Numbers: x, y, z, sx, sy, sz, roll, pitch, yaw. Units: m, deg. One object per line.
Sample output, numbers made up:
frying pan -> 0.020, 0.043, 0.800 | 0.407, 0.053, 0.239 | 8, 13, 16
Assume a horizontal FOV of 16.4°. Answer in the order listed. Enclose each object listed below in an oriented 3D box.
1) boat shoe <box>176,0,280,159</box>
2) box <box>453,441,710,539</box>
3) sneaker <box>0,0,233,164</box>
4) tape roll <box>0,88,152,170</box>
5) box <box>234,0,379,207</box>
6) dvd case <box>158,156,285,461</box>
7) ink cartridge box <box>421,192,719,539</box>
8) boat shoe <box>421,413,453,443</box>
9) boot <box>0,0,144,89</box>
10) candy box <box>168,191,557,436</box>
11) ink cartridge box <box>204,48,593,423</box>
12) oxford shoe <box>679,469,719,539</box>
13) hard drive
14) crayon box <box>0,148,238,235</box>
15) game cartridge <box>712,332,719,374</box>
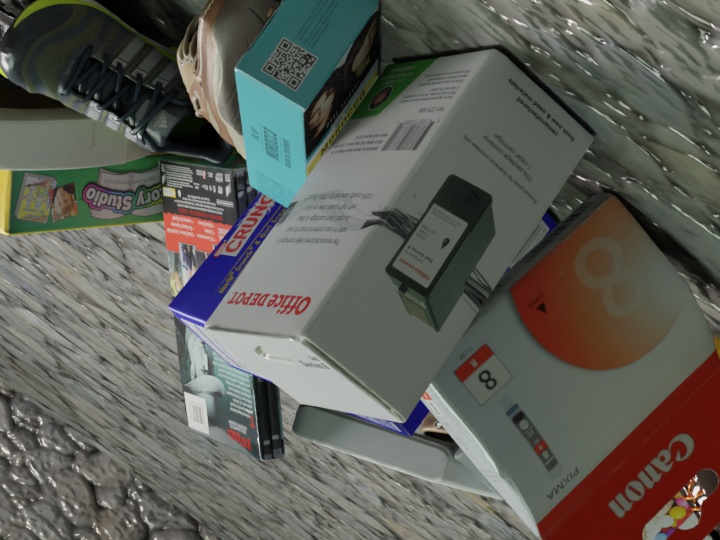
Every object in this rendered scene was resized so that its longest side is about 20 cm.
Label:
boat shoe -> -0.084, -0.128, 1.575 | 0.072, 0.076, 0.200 | 34, 164, 14
box -> 0.183, 0.130, 1.646 | 0.200, 0.156, 0.041 | 42, -154, -25
sneaker -> -0.154, -0.123, 1.648 | 0.200, 0.074, 0.081 | 16, -158, -47
tape roll -> -0.240, -0.108, 1.786 | 0.202, 0.037, 0.203 | 3, -166, -1
box -> -0.030, -0.104, 1.506 | 0.049, 0.082, 0.200 | 32, 166, 9
dvd case -> -0.098, 0.023, 1.740 | 0.146, 0.022, 0.201 | -169, 73, -65
ink cartridge box -> 0.146, 0.082, 1.461 | 0.200, 0.162, 0.050 | 49, 165, -4
boat shoe -> 0.136, 0.147, 1.938 | 0.200, 0.072, 0.072 | 27, 164, 30
boot -> -0.250, -0.192, 1.725 | 0.211, 0.080, 0.158 | 13, 161, 35
candy box -> 0.000, 0.000, 1.591 | 0.200, 0.169, 0.077 | 18, 156, 50
ink cartridge box -> 0.019, -0.020, 1.421 | 0.084, 0.200, 0.146 | 40, 165, -21
oxford shoe -> 0.219, 0.124, 1.537 | 0.200, 0.073, 0.071 | 27, 155, 17
hard drive -> 0.062, 0.134, 1.744 | 0.132, 0.026, 0.200 | 15, 177, 37
crayon box -> -0.220, -0.075, 1.858 | 0.200, 0.058, 0.172 | -7, -165, -39
game cartridge -> 0.316, 0.112, 1.503 | 0.176, 0.032, 0.200 | 44, 165, -29
